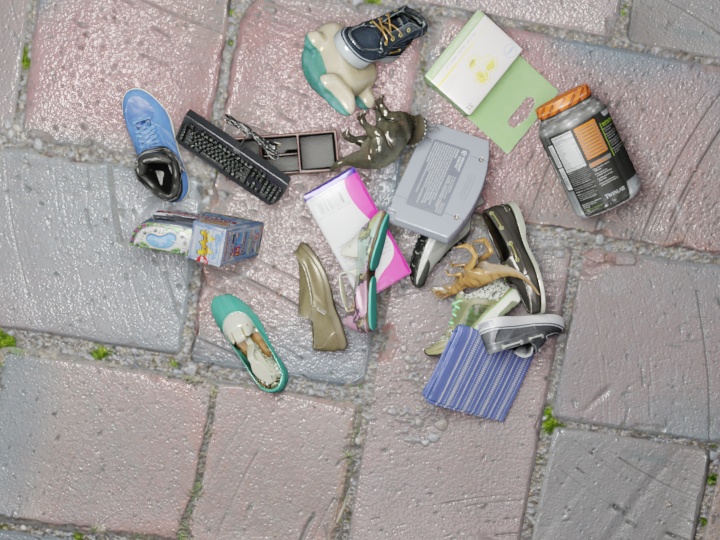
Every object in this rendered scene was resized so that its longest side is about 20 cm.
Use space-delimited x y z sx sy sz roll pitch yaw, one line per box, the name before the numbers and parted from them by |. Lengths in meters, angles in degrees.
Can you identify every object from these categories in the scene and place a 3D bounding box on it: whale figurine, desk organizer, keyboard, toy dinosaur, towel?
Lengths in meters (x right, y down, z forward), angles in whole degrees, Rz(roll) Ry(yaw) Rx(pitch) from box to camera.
whale figurine | -0.045 -0.310 1.469 0.103 0.201 0.159 -31 120 26
desk organizer | -0.134 -0.194 1.531 0.197 0.077 0.073 -5 97 -2
keyboard | -0.200 -0.191 1.476 0.199 0.021 0.127 33 135 -6
toy dinosaur | 0.210 0.000 1.539 0.198 0.060 0.108 -13 94 36
toy dinosaur | 0.036 -0.213 1.471 0.200 0.077 0.102 -42 89 -20
towel | 0.205 0.179 1.578 0.199 0.024 0.146 21 97 -37

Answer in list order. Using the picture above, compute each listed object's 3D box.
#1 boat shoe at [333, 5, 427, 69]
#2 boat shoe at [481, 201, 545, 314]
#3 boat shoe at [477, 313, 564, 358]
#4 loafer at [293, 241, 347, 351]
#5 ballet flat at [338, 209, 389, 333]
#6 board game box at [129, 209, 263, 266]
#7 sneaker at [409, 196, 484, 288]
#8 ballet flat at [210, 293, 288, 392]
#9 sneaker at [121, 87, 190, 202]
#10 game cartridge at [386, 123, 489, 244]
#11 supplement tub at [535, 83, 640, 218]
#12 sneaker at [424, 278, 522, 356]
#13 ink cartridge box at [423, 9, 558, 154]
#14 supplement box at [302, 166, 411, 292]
boat shoe | 0.034 -0.378 1.452 0.091 0.200 0.071 -35 88 30
boat shoe | 0.261 -0.016 1.558 0.060 0.072 0.204 -12 74 -10
boat shoe | 0.280 0.115 1.553 0.198 0.071 0.069 2 70 -43
loafer | -0.079 0.051 1.565 0.067 0.076 0.202 -20 98 -7
ballet flat | 0.000 0.000 1.473 0.070 0.069 0.203 9 98 15
board game box | -0.263 -0.057 1.479 0.197 0.200 0.063 10 97 -5
sneaker | 0.146 -0.057 1.568 0.079 0.074 0.202 27 95 -11
ballet flat | -0.189 0.126 1.571 0.067 0.070 0.201 -34 97 2
sneaker | -0.341 -0.207 1.501 0.076 0.111 0.202 -19 97 0
game cartridge | 0.136 -0.144 1.517 0.132 0.041 0.202 19 67 16
supplement tub | 0.378 -0.202 1.536 0.121 0.123 0.202 -27 97 0
sneaker | 0.183 0.073 1.593 0.199 0.077 0.089 -37 85 -4
ink cartridge box | 0.225 -0.318 1.553 0.200 0.048 0.146 40 93 -4
supplement box | -0.007 -0.063 1.542 0.100 0.103 0.202 -29 96 0
